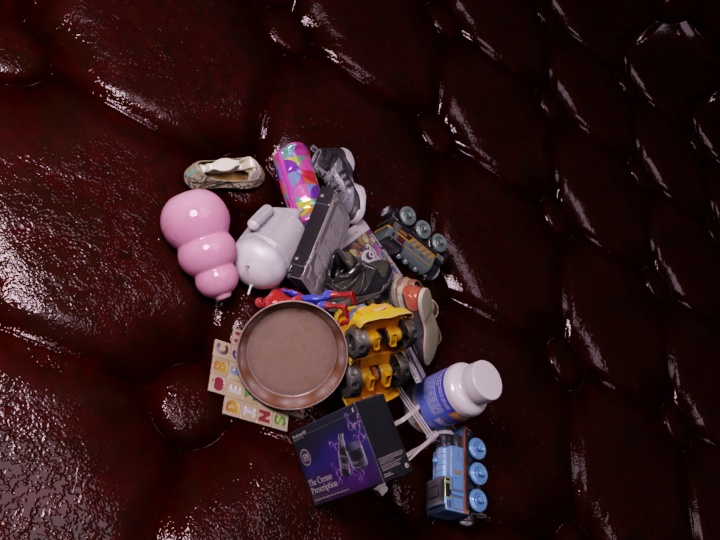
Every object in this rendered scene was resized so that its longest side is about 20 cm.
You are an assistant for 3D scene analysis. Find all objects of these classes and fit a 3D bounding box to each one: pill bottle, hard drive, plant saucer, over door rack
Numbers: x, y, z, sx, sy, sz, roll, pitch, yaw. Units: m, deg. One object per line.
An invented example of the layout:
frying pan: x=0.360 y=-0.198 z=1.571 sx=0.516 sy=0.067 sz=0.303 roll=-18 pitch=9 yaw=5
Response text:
pill bottle: x=0.189 y=0.254 z=1.547 sx=0.112 sy=0.200 sz=0.112 roll=21 pitch=54 yaw=-32
hard drive: x=-0.079 y=-0.047 z=1.502 sx=0.140 sy=0.038 sz=0.200 roll=65 pitch=43 yaw=-63
plant saucer: x=-0.123 y=0.150 z=1.367 sx=0.200 sy=0.200 sz=0.034 roll=47 pitch=1 yaw=-11
over door rack: x=0.046 y=0.322 z=1.482 sx=0.200 sy=0.067 sz=0.148 roll=-35 pitch=90 yaw=-40

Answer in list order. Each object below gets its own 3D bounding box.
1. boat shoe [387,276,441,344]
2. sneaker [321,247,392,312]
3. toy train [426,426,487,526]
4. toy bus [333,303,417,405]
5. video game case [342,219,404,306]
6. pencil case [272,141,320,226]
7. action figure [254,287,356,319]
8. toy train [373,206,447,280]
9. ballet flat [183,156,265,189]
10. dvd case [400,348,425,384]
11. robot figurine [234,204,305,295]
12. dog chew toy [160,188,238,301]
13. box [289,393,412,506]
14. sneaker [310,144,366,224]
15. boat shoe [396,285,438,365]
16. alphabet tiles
boat shoe: x=0.133 y=0.095 z=1.657 sx=0.200 sy=0.072 sz=0.076 roll=55 pitch=47 yaw=-32
sneaker: x=0.000 y=0.000 z=1.540 sx=0.076 sy=0.114 sz=0.199 roll=29 pitch=37 yaw=34
toy train: x=0.195 y=0.414 z=1.545 sx=0.114 sy=0.087 sz=0.200 roll=21 pitch=55 yaw=-25
toy bus: x=0.001 y=0.132 z=1.457 sx=0.135 sy=0.200 sz=0.192 roll=-7 pitch=32 yaw=-29
video game case: x=0.005 y=0.008 z=1.648 sx=0.200 sy=0.036 sz=0.181 roll=55 pitch=44 yaw=-2
pencil case: x=-0.127 y=-0.170 z=1.601 sx=0.088 sy=0.088 sz=0.200 roll=1 pitch=64 yaw=-42
action figure: x=-0.109 y=0.064 z=1.415 sx=0.065 sy=0.200 sz=0.052 roll=-65 pitch=150 yaw=-43
toy train: x=0.117 y=-0.062 z=1.763 sx=0.200 sy=0.085 sz=0.114 roll=38 pitch=58 yaw=-21
ballet flat: x=-0.254 y=-0.197 z=1.508 sx=0.200 sy=0.075 sz=0.068 roll=-12 pitch=74 yaw=-45
dvd case: x=0.093 y=0.158 z=1.565 sx=0.149 sy=0.016 sz=0.200 roll=63 pitch=4 yaw=7
robot figurine: x=-0.176 y=-0.043 z=1.457 sx=0.200 sy=0.113 sz=0.170 roll=-62 pitch=145 yaw=-44
dog chew toy: x=-0.281 y=-0.042 z=1.367 sx=0.124 sy=0.124 sz=0.200 roll=-18 pitch=88 yaw=-46
box: x=-0.021 y=0.315 z=1.324 sx=0.079 sy=0.200 sz=0.141 roll=-6 pitch=69 yaw=-43
sneaker: x=-0.061 y=-0.194 z=1.683 sx=0.114 sy=0.075 sz=0.200 roll=9 pitch=55 yaw=-38
boat shoe: x=0.120 y=0.114 z=1.595 sx=0.071 sy=0.062 sz=0.200 roll=-55 pitch=143 yaw=-44
alphabet tiles: x=-0.184 y=0.200 z=1.387 sx=0.200 sy=0.006 sz=0.167 roll=24 pitch=53 yaw=-30
